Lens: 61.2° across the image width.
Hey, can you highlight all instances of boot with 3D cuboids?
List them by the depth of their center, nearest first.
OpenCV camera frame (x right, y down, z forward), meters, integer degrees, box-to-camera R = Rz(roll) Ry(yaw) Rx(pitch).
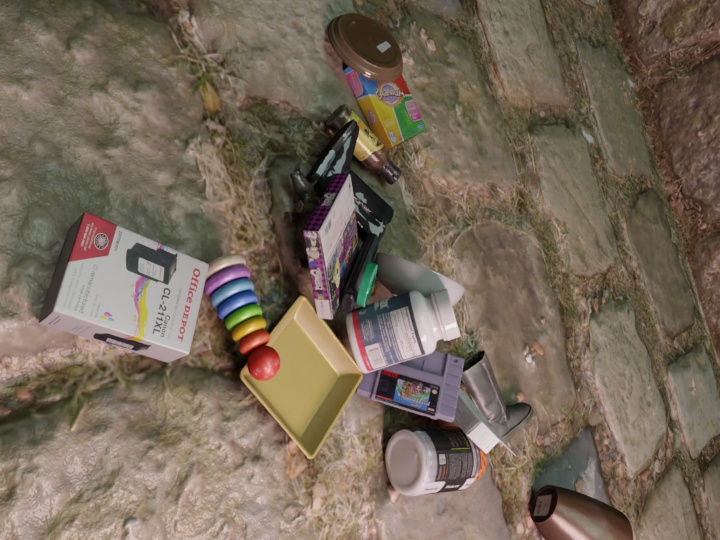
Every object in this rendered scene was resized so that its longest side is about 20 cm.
[{"bbox_3d":[0.002,-0.181,1.255,0.199,0.065,0.167,41,78,-22],"label":"boot"},{"bbox_3d":[0.317,0.286,1.432,0.180,0.072,0.204,-26,88,-46],"label":"boot"}]

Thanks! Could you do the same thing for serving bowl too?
[{"bbox_3d":[0.112,0.032,1.239,0.197,0.198,0.068,25,86,-35],"label":"serving bowl"}]

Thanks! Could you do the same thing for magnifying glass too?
[{"bbox_3d":[0.017,0.031,1.160,0.022,0.200,0.082,17,86,4],"label":"magnifying glass"}]

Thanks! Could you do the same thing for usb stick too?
[{"bbox_3d":[0.000,0.000,1.176,0.032,0.057,0.202,18,40,4],"label":"usb stick"}]

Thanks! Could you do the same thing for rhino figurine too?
[{"bbox_3d":[-0.102,-0.106,1.154,0.087,0.058,0.207,2,75,-58],"label":"rhino figurine"}]

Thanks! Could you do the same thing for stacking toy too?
[{"bbox_3d":[-0.187,0.080,0.970,0.084,0.085,0.204,-14,72,-44],"label":"stacking toy"}]

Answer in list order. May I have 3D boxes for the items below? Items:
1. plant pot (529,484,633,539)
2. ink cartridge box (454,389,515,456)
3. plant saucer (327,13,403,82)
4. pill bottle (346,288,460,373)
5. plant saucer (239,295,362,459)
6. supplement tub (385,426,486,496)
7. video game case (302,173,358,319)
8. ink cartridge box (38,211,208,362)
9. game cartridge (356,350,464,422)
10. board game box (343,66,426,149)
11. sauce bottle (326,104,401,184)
[{"bbox_3d":[0.503,0.605,1.440,0.198,0.187,0.190,35,54,-11],"label":"plant pot"},{"bbox_3d":[0.219,0.294,1.259,0.043,0.201,0.174,-41,128,2],"label":"ink cartridge box"},{"bbox_3d":[0.018,-0.511,1.376,0.195,0.030,0.205,18,50,-23],"label":"plant saucer"},{"bbox_3d":[0.080,0.106,1.131,0.120,0.194,0.123,-17,89,-83],"label":"pill bottle"},{"bbox_3d":[-0.107,0.185,1.068,0.202,0.048,0.201,53,48,-18],"label":"plant saucer"},{"bbox_3d":[0.153,0.373,1.202,0.196,0.121,0.127,12,68,-39],"label":"supplement tub"},{"bbox_3d":[-0.048,-0.048,1.112,0.202,0.035,0.186,-68,156,-50],"label":"video game case"},{"bbox_3d":[-0.333,0.030,0.879,0.197,0.082,0.150,25,60,-35],"label":"ink cartridge box"},{"bbox_3d":[0.099,0.207,1.186,0.194,0.039,0.132,15,56,4],"label":"game cartridge"},{"bbox_3d":[0.060,-0.394,1.414,0.152,0.040,0.204,-34,101,-44],"label":"board game box"},{"bbox_3d":[0.012,-0.267,1.315,0.199,0.064,0.066,42,52,-27],"label":"sauce bottle"}]
